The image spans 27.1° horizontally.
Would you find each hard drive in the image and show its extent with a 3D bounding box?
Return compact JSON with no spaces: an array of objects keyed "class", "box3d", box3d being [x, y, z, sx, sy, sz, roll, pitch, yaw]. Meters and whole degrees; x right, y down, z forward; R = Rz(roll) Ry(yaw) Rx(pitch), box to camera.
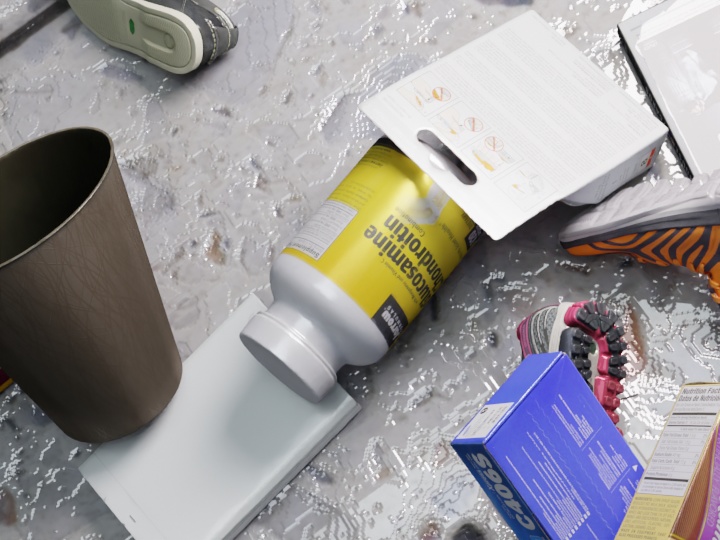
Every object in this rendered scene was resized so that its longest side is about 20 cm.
[{"class":"hard drive","box3d":[-0.113,0.134,1.193,0.200,0.026,0.132,-45,67,-3]}]

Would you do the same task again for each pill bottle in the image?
[{"class":"pill bottle","box3d":[0.000,0.000,1.153,0.111,0.112,0.201,34,75,22]}]

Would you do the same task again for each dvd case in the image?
[{"class":"dvd case","box3d":[0.310,-0.142,1.183,0.149,0.025,0.202,-24,67,6]}]

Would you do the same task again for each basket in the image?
[{"class":"basket","box3d":[-0.224,0.023,1.150,0.135,0.201,0.180,22,57,43]}]

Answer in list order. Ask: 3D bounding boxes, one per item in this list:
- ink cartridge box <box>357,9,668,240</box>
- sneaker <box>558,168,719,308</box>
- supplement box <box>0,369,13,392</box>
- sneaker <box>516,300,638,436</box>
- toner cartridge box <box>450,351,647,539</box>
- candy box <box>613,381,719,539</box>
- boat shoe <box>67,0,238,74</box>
[{"class":"ink cartridge box","box3d":[0.117,-0.104,1.160,0.199,0.050,0.162,-32,65,-28]},{"class":"sneaker","box3d":[0.247,-0.009,1.124,0.198,0.077,0.113,-11,109,41]},{"class":"supplement box","box3d":[-0.355,0.032,1.192,0.085,0.200,0.111,-38,67,0]},{"class":"sneaker","box3d":[0.155,0.126,1.110,0.074,0.080,0.203,-7,77,50]},{"class":"toner cartridge box","box3d":[0.154,0.163,1.031,0.095,0.043,0.201,-42,106,-26]},{"class":"candy box","box3d":[0.236,0.192,1.021,0.056,0.116,0.201,-7,49,59]},{"class":"boat shoe","box3d":[-0.194,-0.236,1.329,0.199,0.073,0.067,32,45,28]}]
